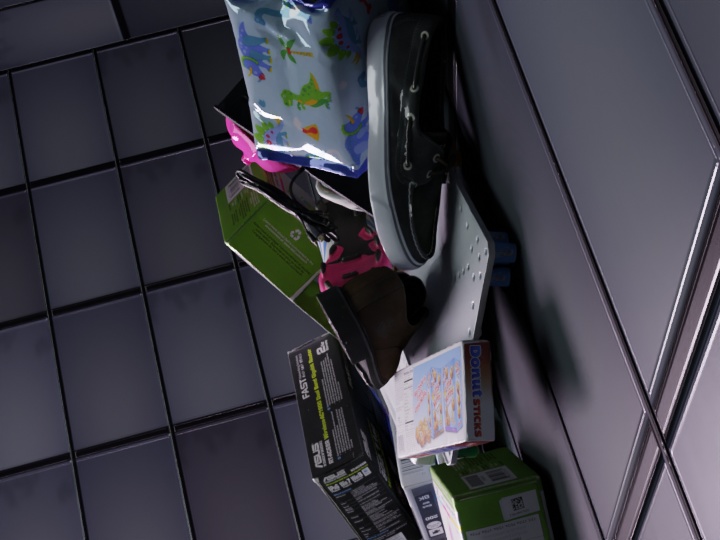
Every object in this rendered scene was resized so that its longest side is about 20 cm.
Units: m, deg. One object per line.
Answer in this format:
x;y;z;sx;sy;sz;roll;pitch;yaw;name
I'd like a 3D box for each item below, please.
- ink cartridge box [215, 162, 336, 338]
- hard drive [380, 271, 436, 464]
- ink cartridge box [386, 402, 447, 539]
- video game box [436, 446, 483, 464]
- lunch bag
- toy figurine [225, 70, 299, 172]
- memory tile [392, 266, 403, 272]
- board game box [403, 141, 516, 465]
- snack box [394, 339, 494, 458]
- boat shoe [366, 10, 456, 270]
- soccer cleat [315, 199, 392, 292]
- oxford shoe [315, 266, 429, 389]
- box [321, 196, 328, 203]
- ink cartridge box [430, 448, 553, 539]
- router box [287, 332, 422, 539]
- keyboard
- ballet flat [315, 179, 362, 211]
-0.058;-0.020;1.546;0.200;0.076;0.148;41;-169;-22;ink cartridge box
0.062;0.057;1.301;0.132;0.026;0.201;-115;32;-54;hard drive
0.063;0.183;1.503;0.201;0.043;0.199;69;-172;-52;ink cartridge box
0.114;0.236;1.443;0.200;0.046;0.184;-27;-79;-86;video game box
-0.016;-0.206;1.174;0.200;0.127;0.171;-53;-33;-39;lunch bag
-0.051;-0.180;1.468;0.150;0.182;0.202;-115;12;-69;toy figurine
0.034;-0.012;1.393;0.154;0.017;0.201;-80;3;-51;memory tile
0.073;0.019;1.149;0.200;0.026;0.202;-111;25;-57;board game box
0.061;0.102;1.091;0.200;0.024;0.073;140;130;-74;snack box
0.043;-0.099;1.098;0.068;0.056;0.202;-20;-73;-59;boat shoe
0.000;0.000;1.323;0.200;0.069;0.087;-100;-10;-61;soccer cleat
0.023;0.046;1.178;0.073;0.084;0.200;59;177;13;oxford shoe
0.029;0.004;1.575;0.113;0.100;0.201;-110;7;-57;box
0.126;0.267;1.212;0.148;0.075;0.202;-157;54;-85;ink cartridge box
-0.007;0.184;1.517;0.150;0.062;0.201;57;-170;-37;router box
-0.043;-0.095;1.239;0.199;0.127;0.021;35;158;13;keyboard
0.012;-0.095;1.333;0.200;0.069;0.070;-62;-35;-55;ballet flat
